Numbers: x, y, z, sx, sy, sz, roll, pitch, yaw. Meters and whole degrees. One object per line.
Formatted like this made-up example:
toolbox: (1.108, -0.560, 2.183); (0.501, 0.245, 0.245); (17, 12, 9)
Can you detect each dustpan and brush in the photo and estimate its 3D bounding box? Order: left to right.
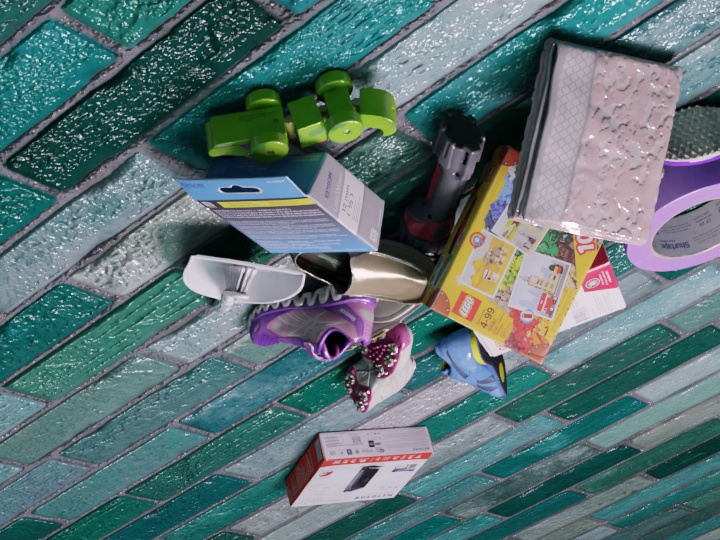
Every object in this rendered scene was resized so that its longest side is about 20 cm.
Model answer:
dustpan and brush: (-0.153, 0.023, 1.576); (0.138, 0.058, 0.200); (9, 176, -14)

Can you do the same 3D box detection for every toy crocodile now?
toy crocodile: (-0.059, -0.149, 1.333); (0.198, 0.068, 0.062); (-14, 152, -4)

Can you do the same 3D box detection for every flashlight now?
flashlight: (0.092, -0.099, 1.502); (0.067, 0.068, 0.201); (20, 142, 4)

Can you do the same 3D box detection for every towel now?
towel: (0.258, -0.136, 1.416); (0.189, 0.202, 0.032); (7, -172, -31)

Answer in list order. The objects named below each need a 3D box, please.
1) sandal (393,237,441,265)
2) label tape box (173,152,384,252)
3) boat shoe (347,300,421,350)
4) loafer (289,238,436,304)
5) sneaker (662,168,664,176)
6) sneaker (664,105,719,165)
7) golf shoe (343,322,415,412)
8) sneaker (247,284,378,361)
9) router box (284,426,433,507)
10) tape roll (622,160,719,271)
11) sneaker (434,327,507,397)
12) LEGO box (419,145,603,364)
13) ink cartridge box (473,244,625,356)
sandal: (0.076, -0.018, 1.605); (0.198, 0.046, 0.075); (-3, -159, 23)
label tape box: (-0.082, -0.081, 1.386); (0.142, 0.067, 0.200); (0, 158, 29)
boat shoe: (0.017, 0.050, 1.708); (0.200, 0.072, 0.060); (-26, 154, 30)
loafer: (0.000, 0.000, 1.539); (0.198, 0.069, 0.076); (19, 132, -7)
sneaker: (0.268, -0.112, 1.549); (0.199, 0.076, 0.105); (10, 142, -39)
sneaker: (0.440, -0.155, 1.568); (0.198, 0.070, 0.100); (-17, 153, 2)
golf shoe: (0.042, 0.125, 1.856); (0.091, 0.076, 0.200); (-18, 156, -29)
sneaker: (-0.061, 0.076, 1.667); (0.199, 0.089, 0.080); (-16, 160, 32)
router box: (-0.003, 0.325, 2.176); (0.198, 0.049, 0.180); (-1, 147, -25)
tape roll: (0.428, -0.080, 1.693); (0.198, 0.066, 0.201); (-12, 149, -7)
sneaker: (0.165, 0.139, 1.940); (0.078, 0.067, 0.200); (-13, 152, 18)
LEGO box: (0.179, -0.020, 1.494); (0.148, 0.202, 0.077); (26, -179, -8)
ink cartridge box: (0.240, 0.024, 1.754); (0.198, 0.084, 0.145); (-21, 150, 10)
